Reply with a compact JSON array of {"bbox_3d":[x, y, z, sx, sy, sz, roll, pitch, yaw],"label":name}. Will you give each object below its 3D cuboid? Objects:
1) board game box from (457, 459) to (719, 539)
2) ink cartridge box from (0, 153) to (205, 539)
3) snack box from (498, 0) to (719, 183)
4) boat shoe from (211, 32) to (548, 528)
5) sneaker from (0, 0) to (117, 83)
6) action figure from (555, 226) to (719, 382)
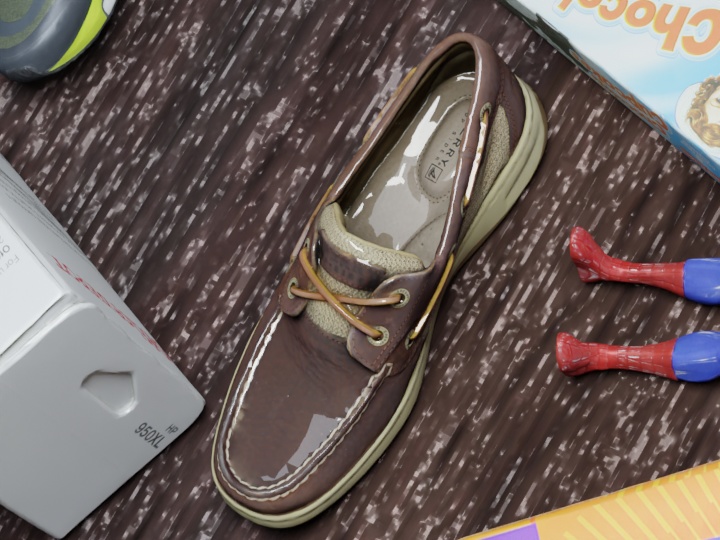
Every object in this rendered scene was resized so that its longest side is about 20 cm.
[{"bbox_3d":[0.164,0.175,0.890,0.199,0.200,0.201,-17,66,10],"label":"board game box"},{"bbox_3d":[-0.166,-0.008,1.089,0.084,0.145,0.200,-43,64,0],"label":"ink cartridge box"},{"bbox_3d":[0.114,-0.130,1.105,0.116,0.037,0.200,-47,65,-3],"label":"snack box"},{"bbox_3d":[0.000,0.000,1.074,0.072,0.072,0.201,30,82,24],"label":"boat shoe"},{"bbox_3d":[-0.145,-0.175,1.163,0.074,0.081,0.202,-13,74,36],"label":"sneaker"},{"bbox_3d":[0.165,0.010,1.009,0.198,0.099,0.066,4,73,16],"label":"action figure"}]
